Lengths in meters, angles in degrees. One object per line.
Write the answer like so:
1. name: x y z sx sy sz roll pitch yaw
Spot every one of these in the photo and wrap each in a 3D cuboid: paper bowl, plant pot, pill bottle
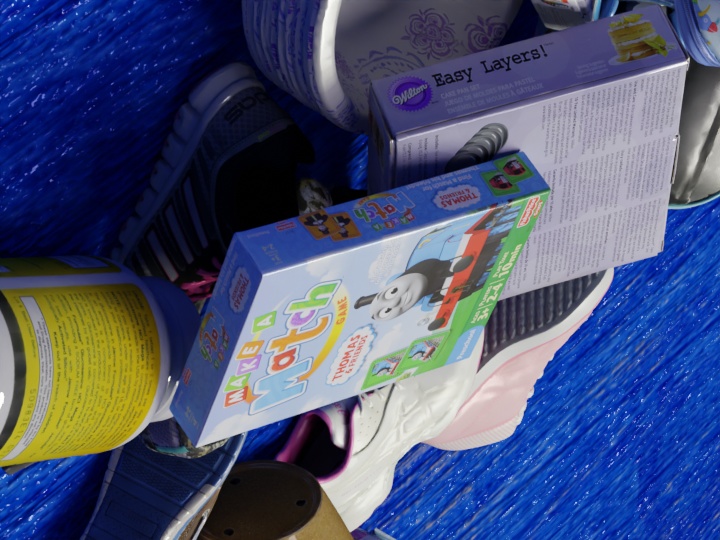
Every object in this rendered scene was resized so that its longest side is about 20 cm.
1. paper bowl: 0.009 -0.188 1.537 0.200 0.104 0.202 -37 146 -30
2. plant pot: -0.059 0.234 1.815 0.186 0.186 0.201 -33 130 -35
3. pill bottle: -0.178 0.049 1.485 0.199 0.112 0.113 -3 122 -55

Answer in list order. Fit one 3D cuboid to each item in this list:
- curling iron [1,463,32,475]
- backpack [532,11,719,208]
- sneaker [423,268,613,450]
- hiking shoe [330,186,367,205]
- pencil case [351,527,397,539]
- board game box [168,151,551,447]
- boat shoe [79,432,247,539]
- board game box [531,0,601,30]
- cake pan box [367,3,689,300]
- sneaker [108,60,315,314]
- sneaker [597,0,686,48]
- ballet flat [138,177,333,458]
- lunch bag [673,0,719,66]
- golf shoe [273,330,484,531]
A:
1. curling iron: -0.127 0.071 1.592 0.199 0.050 0.026 -24 127 6
2. backpack: 0.198 -0.147 1.768 0.153 0.175 0.201 -139 -110 -78
3. sneaker: 0.108 0.055 1.952 0.200 0.075 0.105 -41 151 2
4. hiking shoe: 0.000 0.000 1.738 0.200 0.101 0.076 -37 145 27
5. pencil case: -0.026 0.289 1.992 0.201 0.083 0.091 -64 164 16
6. board game box: -0.001 0.016 1.508 0.199 0.037 0.152 -16 147 -32
7. boat shoe: -0.130 0.146 1.712 0.201 0.072 0.072 -58 169 -4
8. board game box: 0.135 -0.247 1.563 0.126 0.034 0.202 29 72 -80
9. cake pan box: 0.095 -0.055 1.580 0.183 0.053 0.201 -15 145 -9
10. sneaker: -0.085 -0.018 1.580 0.074 0.087 0.201 -9 129 -54
11. sneaker: 0.177 -0.175 1.647 0.082 0.073 0.202 -116 -146 -81
12. ballet flat: -0.062 0.033 1.661 0.201 0.072 0.072 -57 152 -13
13. lunch bag: 0.240 -0.224 1.612 0.160 0.082 0.202 -16 96 -53
14. golf shoe: 0.013 0.092 1.862 0.201 0.075 0.091 -55 148 -4
